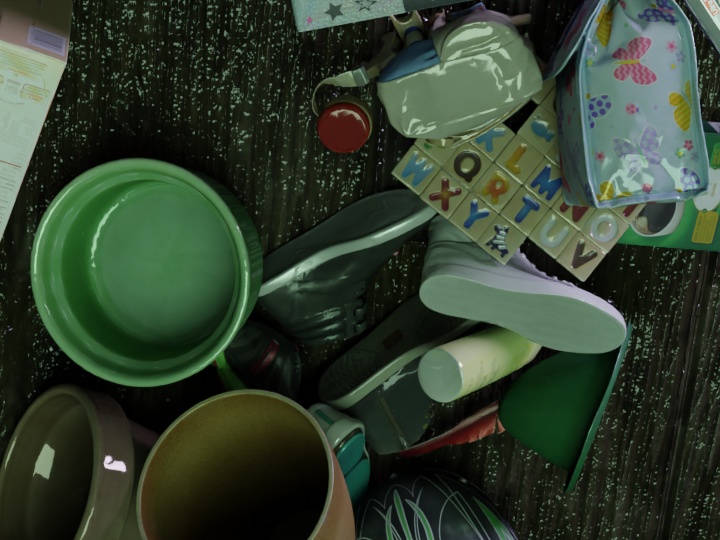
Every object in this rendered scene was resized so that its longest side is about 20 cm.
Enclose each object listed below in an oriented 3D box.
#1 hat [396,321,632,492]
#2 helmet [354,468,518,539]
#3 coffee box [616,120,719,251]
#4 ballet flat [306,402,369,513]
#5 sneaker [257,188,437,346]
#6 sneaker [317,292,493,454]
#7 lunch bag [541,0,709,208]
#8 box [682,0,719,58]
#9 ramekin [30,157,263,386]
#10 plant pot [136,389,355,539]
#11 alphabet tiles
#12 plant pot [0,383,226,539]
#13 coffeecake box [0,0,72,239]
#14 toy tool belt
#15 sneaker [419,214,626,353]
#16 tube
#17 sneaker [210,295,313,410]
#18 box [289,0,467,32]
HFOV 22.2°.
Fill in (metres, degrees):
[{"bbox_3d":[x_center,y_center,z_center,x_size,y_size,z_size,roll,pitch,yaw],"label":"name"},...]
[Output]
[{"bbox_3d":[0.147,0.113,1.772,0.176,0.166,0.200,21,85,7],"label":"hat"},{"bbox_3d":[0.074,0.303,1.821,0.200,0.200,0.191,-22,142,4],"label":"helmet"},{"bbox_3d":[0.283,-0.084,1.724,0.200,0.044,0.123,3,115,-10],"label":"coffee box"},{"bbox_3d":[-0.029,0.183,1.795,0.069,0.069,0.200,-7,151,-4],"label":"ballet flat"},{"bbox_3d":[0.000,0.000,1.718,0.200,0.071,0.099,-28,120,14],"label":"sneaker"},{"bbox_3d":[0.065,0.091,1.780,0.200,0.075,0.106,-33,129,10],"label":"sneaker"},{"bbox_3d":[0.221,-0.156,1.576,0.127,0.170,0.200,-5,94,-2],"label":"lunch bag"},{"bbox_3d":[0.406,-0.243,1.636,0.198,0.050,0.200,-33,104,9],"label":"box"},{"bbox_3d":[-0.183,-0.002,1.636,0.200,0.098,0.200,1,96,11],"label":"ramekin"},{"bbox_3d":[-0.082,0.234,1.691,0.186,0.186,0.200,-25,148,6],"label":"plant pot"},{"bbox_3d":[0.156,-0.090,1.659,0.200,0.008,0.167,39,87,-3],"label":"alphabet tiles"},{"bbox_3d":[-0.229,0.219,1.750,0.175,0.200,0.200,15,116,-35],"label":"plant pot"},{"bbox_3d":[-0.312,-0.127,1.557,0.073,0.154,0.200,18,114,-16],"label":"coffeecake box"},{"bbox_3d":[0.059,-0.171,1.615,0.200,0.123,0.125,-20,114,12],"label":"toy tool belt"},{"bbox_3d":[0.154,0.002,1.708,0.200,0.116,0.074,18,132,-11],"label":"sneaker"},{"bbox_3d":[0.130,0.076,1.725,0.058,0.200,0.052,-11,94,37],"label":"tube"},{"bbox_3d":[-0.101,0.078,1.750,0.084,0.077,0.200,-30,122,-11],"label":"sneaker"},{"bbox_3d":[0.030,-0.284,1.534,0.200,0.132,0.115,-12,117,-1],"label":"box"}]
